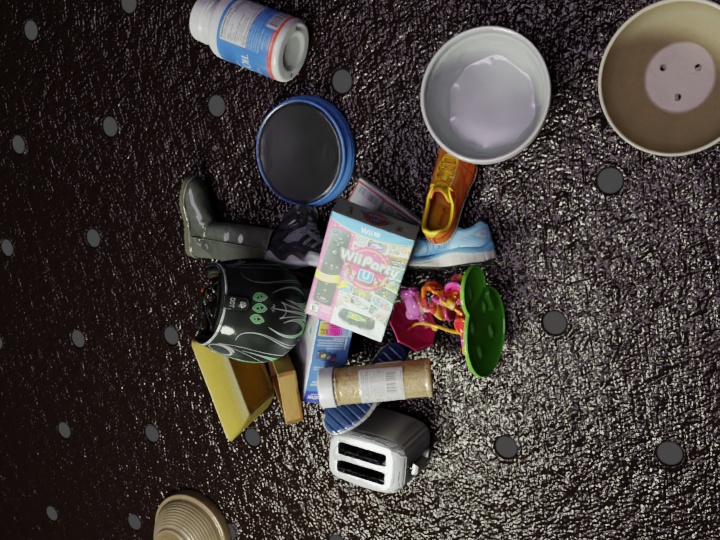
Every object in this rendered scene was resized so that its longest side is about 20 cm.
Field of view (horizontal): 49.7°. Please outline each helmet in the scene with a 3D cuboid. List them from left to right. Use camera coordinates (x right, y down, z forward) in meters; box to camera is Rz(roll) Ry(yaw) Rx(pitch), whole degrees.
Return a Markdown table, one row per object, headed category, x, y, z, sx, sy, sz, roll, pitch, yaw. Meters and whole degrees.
| category | x | y | z | sx | sy | sz | roll | pitch | yaw |
| --- | --- | --- | --- | --- | --- | --- | --- | --- | --- |
| helmet | -0.186 | 0.072 | 1.381 | 0.199 | 0.188 | 0.204 | -25 | 60 | 53 |

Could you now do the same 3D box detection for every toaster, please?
| category | x | y | z | sx | sy | sz | roll | pitch | yaw |
| --- | --- | --- | --- | --- | --- | --- | --- | --- | --- |
| toaster | 0.026 | 0.327 | 1.439 | 0.197 | 0.129 | 0.116 | 12 | 107 | 22 |

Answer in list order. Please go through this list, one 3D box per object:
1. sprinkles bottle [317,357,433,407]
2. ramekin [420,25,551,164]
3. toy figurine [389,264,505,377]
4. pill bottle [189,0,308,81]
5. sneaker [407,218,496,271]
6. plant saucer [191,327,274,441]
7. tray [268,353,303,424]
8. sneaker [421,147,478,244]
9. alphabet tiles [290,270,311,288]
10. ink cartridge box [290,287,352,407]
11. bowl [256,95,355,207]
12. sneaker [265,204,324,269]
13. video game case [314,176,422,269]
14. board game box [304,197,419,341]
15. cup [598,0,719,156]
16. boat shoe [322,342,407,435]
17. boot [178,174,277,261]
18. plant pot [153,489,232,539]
| category | x | y | z | sx | sy | sz | roll | pitch | yaw |
| --- | --- | --- | --- | --- | --- | --- | --- | --- | --- |
| sprinkles bottle | 0.026 | 0.194 | 1.340 | 0.196 | 0.068 | 0.070 | -6 | 101 | 6 |
| ramekin | 0.197 | -0.263 | 1.206 | 0.196 | 0.105 | 0.205 | 0 | 91 | 16 |
| toy figurine | 0.128 | 0.076 | 1.321 | 0.181 | 0.151 | 0.202 | 4 | 131 | 35 |
| pill bottle | -0.199 | -0.418 | 1.376 | 0.197 | 0.112 | 0.114 | 25 | 112 | 19 |
| sneaker | 0.135 | -0.048 | 1.337 | 0.196 | 0.078 | 0.092 | -4 | 83 | 18 |
| plant saucer | -0.231 | 0.197 | 1.498 | 0.048 | 0.200 | 0.203 | -20 | 94 | 16 |
| tray | -0.146 | 0.195 | 1.457 | 0.036 | 0.200 | 0.101 | -12 | 109 | -10 |
| sneaker | 0.148 | -0.143 | 1.272 | 0.072 | 0.077 | 0.204 | 8 | 80 | 18 |
| alphabet tiles | -0.192 | 0.022 | 1.539 | 0.197 | 0.006 | 0.169 | 22 | 110 | 20 |
| ink cartridge box | -0.078 | 0.152 | 1.437 | 0.075 | 0.137 | 0.204 | 7 | 110 | -19 |
| bowl | -0.104 | -0.215 | 1.420 | 0.197 | 0.039 | 0.205 | 7 | 105 | 25 |
| sneaker | -0.080 | -0.060 | 1.408 | 0.197 | 0.075 | 0.116 | 3 | 80 | 25 |
| video game case | 0.011 | -0.047 | 1.418 | 0.142 | 0.017 | 0.202 | 37 | 115 | 13 |
| board game box | 0.000 | 0.000 | 1.303 | 0.145 | 0.064 | 0.203 | 19 | 118 | 5 |
| cup | 0.442 | -0.268 | 1.085 | 0.197 | 0.143 | 0.204 | 6 | 105 | 23 |
| boat shoe | 0.015 | 0.222 | 1.407 | 0.200 | 0.073 | 0.072 | -44 | 71 | -6 |
| boot | -0.252 | -0.085 | 1.501 | 0.197 | 0.072 | 0.185 | 13 | 118 | 31 |
| plant pot | -0.391 | 0.602 | 1.728 | 0.197 | 0.092 | 0.205 | 6 | 104 | 23 |
